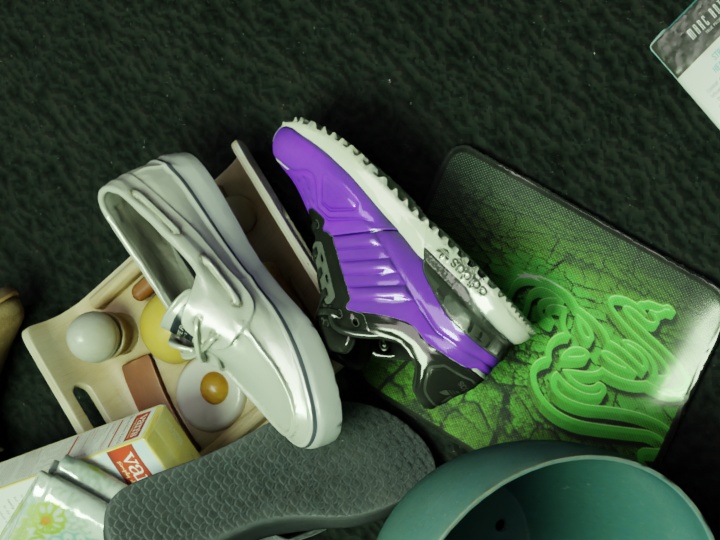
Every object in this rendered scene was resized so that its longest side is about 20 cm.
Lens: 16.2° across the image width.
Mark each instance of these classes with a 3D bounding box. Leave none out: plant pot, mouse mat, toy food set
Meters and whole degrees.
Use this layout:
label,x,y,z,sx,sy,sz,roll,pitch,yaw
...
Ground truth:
label,x,y,z,sx,sy,sz,roll,pitch,yaw
plant pot,0.080,0.178,1.389,0.135,0.199,0.202,29,110,61
mouse mat,0.100,0.039,1.455,0.199,0.008,0.162,30,107,23
toy food set,-0.104,0.038,1.537,0.200,0.060,0.144,-40,74,25

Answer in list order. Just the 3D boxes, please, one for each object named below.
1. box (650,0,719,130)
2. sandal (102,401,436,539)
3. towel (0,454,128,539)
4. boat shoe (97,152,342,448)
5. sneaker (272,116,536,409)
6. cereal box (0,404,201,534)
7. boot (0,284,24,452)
label,x,y,z,sx,sy,sz,roll,pitch,yaw
box,0.250,-0.073,1.340,0.082,0.049,0.200,-45,72,23
sandal,-0.055,0.129,1.472,0.043,0.198,0.077,101,152,-58
towel,-0.137,0.215,1.515,0.199,0.048,0.172,31,129,-4
boat shoe,-0.083,0.022,1.455,0.201,0.065,0.072,60,147,14
sneaker,0.000,0.000,1.451,0.100,0.070,0.200,-47,66,4
cereal box,-0.163,0.171,1.549,0.199,0.040,0.144,-20,116,30
boot,-0.250,0.098,1.621,0.075,0.073,0.201,38,120,15
